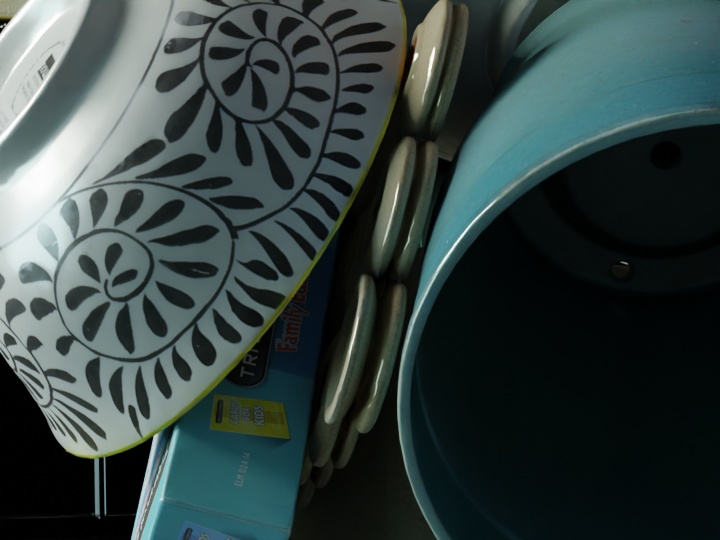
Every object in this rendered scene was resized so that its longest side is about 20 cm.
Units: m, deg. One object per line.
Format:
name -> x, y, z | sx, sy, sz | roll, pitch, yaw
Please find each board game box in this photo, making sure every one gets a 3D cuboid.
board game box -> -0.050, 0.060, 0.979 | 0.201, 0.047, 0.152 | -81, 7, -46

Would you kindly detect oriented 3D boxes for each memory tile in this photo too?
memory tile -> 0.000, 0.000, 0.946 | 0.200, 0.017, 0.154 | 123, 160, -73

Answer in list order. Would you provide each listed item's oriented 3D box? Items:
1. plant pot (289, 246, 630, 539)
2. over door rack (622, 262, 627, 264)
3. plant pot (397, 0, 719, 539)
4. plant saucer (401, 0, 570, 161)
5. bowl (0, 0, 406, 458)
plant pot -> 0.061, 0.101, 1.045 | 0.200, 0.198, 0.178 | 133, 137, -56
over door rack -> 0.144, 0.065, 1.160 | 0.200, 0.066, 0.149 | -148, 56, -66
plant pot -> 0.112, -0.003, 0.899 | 0.188, 0.198, 0.201 | -88, 1, -61
plant saucer -> 0.092, -0.103, 1.001 | 0.201, 0.199, 0.050 | 96, 158, -45
bowl -> -0.083, -0.045, 0.929 | 0.201, 0.094, 0.201 | -43, 26, 26
